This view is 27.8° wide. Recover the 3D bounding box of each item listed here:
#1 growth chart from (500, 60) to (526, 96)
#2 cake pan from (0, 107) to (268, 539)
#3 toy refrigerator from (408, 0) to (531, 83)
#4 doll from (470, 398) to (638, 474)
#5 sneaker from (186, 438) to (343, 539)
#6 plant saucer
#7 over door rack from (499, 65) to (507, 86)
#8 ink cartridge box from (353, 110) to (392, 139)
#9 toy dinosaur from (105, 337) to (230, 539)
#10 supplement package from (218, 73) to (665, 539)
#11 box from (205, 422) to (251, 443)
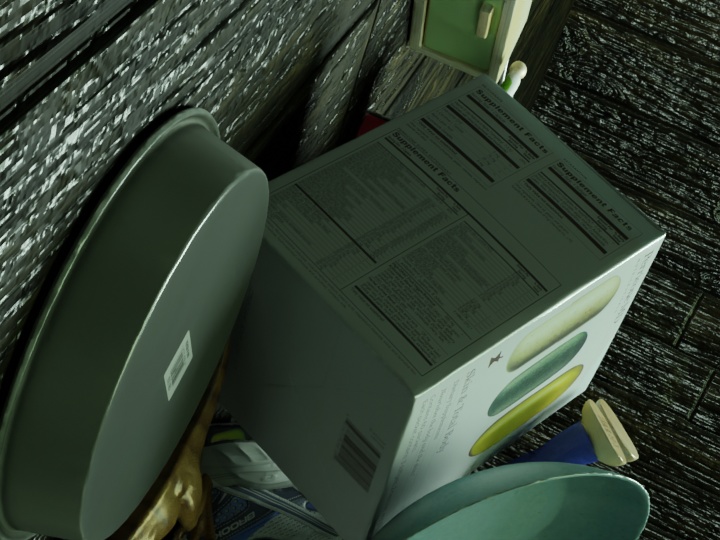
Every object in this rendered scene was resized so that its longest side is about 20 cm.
[{"bbox_3d":[0.072,-0.040,1.043,0.145,0.018,0.202,-51,161,-61],"label":"growth chart"},{"bbox_3d":[-0.092,0.030,0.623,0.200,0.036,0.202,24,89,-83],"label":"cake pan"},{"bbox_3d":[0.083,-0.211,1.012,0.200,0.075,0.070,96,19,-70],"label":"toy refrigerator"},{"bbox_3d":[0.069,0.148,0.883,0.199,0.049,0.136,-35,165,14],"label":"doll"},{"bbox_3d":[-0.028,0.153,0.916,0.077,0.198,0.086,-21,-111,57],"label":"sneaker"},{"bbox_3d":[0.063,0.156,0.807,0.199,0.039,0.202,-18,146,-13],"label":"plant saucer"},{"bbox_3d":[0.102,-0.173,1.254,0.148,0.066,0.202,-50,142,-67],"label":"over door rack"},{"bbox_3d":[0.000,0.000,1.040,0.176,0.083,0.202,88,26,-71],"label":"ink cartridge box"},{"bbox_3d":[-0.096,0.105,0.743,0.107,0.060,0.201,101,15,-58],"label":"toy dinosaur"},{"bbox_3d":[0.036,0.020,0.824,0.199,0.151,0.153,-30,152,-34],"label":"supplement package"},{"bbox_3d":[-0.077,0.205,0.979,0.110,0.034,0.203,55,32,-82],"label":"box"}]
